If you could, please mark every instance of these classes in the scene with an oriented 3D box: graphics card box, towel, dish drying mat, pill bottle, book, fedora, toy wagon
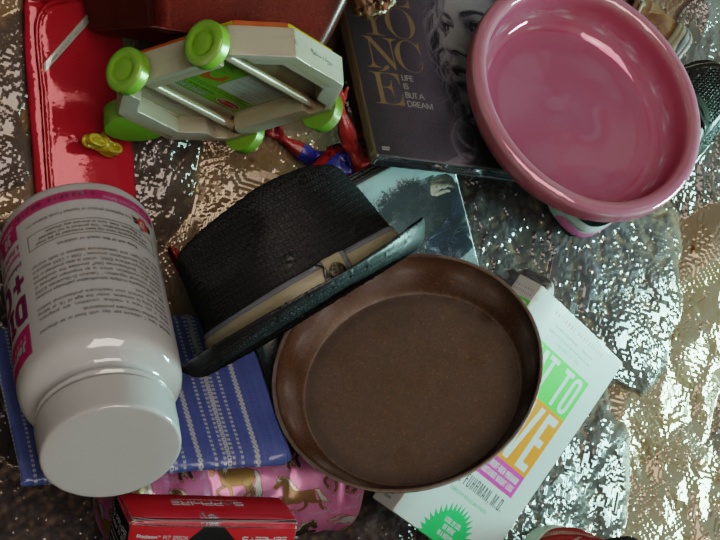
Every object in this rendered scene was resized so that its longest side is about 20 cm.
[{"bbox_3d":[-0.125,0.256,1.371,0.124,0.051,0.202,3,109,-23],"label":"graphics card box"},{"bbox_3d":[-0.158,0.092,1.390,0.198,0.024,0.145,-2,46,-22],"label":"towel"},{"bbox_3d":[-0.206,-0.102,1.434,0.076,0.018,0.202,-4,86,-24],"label":"dish drying mat"},{"bbox_3d":[-0.183,0.046,1.327,0.112,0.114,0.201,4,44,-22],"label":"pill bottle"},{"bbox_3d":[0.103,0.117,1.482,0.201,0.048,0.134,-56,138,-6],"label":"book"},{"bbox_3d":[-0.056,-0.010,1.352,0.200,0.200,0.092,-30,87,-23],"label":"fedora"},{"bbox_3d":[-0.113,-0.125,1.376,0.155,0.198,0.040,24,58,-55],"label":"toy wagon"}]

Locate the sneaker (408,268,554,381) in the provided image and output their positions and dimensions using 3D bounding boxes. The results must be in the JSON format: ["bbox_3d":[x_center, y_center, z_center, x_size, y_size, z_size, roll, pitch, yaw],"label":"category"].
[{"bbox_3d":[0.077,0.076,1.501,0.199,0.075,0.083,-26,122,-26],"label":"sneaker"}]

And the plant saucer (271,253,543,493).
[{"bbox_3d":[0.036,0.079,1.408,0.198,0.035,0.202,-7,55,9],"label":"plant saucer"}]

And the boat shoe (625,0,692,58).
[{"bbox_3d":[0.188,-0.152,1.582,0.072,0.076,0.200,48,60,-8],"label":"boat shoe"}]

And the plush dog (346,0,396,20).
[{"bbox_3d":[0.030,-0.266,1.303,0.199,0.161,0.172,-32,136,15],"label":"plush dog"}]

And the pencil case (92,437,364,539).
[{"bbox_3d":[-0.095,0.156,1.422,0.198,0.087,0.083,-3,55,-23],"label":"pencil case"}]

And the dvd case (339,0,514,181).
[{"bbox_3d":[0.056,-0.161,1.501,0.147,0.016,0.202,5,57,-28],"label":"dvd case"}]

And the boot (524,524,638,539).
[{"bbox_3d":[0.149,0.292,1.476,0.072,0.144,0.201,28,76,-22],"label":"boot"}]

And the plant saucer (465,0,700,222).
[{"bbox_3d":[0.165,-0.125,1.486,0.199,0.051,0.202,11,62,-22],"label":"plant saucer"}]

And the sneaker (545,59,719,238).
[{"bbox_3d":[0.247,-0.098,1.589,0.080,0.086,0.200,49,69,-13],"label":"sneaker"}]

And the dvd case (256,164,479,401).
[{"bbox_3d":[0.000,0.000,1.479,0.199,0.022,0.147,-28,120,-23],"label":"dvd case"}]

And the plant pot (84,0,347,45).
[{"bbox_3d":[-0.101,-0.249,1.398,0.198,0.200,0.178,6,91,-29],"label":"plant pot"}]

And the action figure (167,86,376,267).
[{"bbox_3d":[-0.062,-0.078,1.464,0.199,0.065,0.100,-32,111,-22],"label":"action figure"}]
